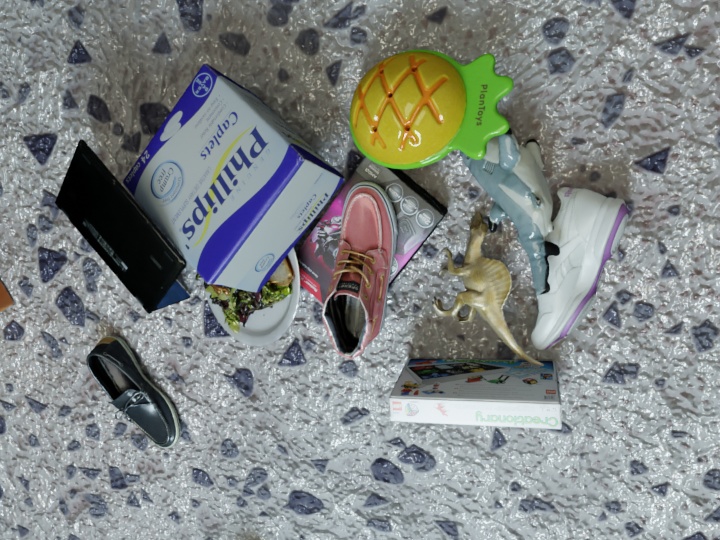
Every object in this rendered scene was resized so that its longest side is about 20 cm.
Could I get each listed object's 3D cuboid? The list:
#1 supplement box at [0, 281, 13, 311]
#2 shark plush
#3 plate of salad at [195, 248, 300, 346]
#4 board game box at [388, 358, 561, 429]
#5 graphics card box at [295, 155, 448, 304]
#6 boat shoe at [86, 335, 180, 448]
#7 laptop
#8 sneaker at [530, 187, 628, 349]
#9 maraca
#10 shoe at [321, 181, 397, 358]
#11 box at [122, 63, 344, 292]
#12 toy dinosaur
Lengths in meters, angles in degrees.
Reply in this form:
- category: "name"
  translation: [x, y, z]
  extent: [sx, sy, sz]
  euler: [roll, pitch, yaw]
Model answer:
- category: "supplement box"
  translation: [-0.668, 0.079, 1.005]
  extent: [0.198, 0.067, 0.069]
  euler: [-26, 99, 21]
- category: "shark plush"
  translation: [0.182, -0.072, 0.713]
  extent: [0.083, 0.090, 0.202]
  euler: [-26, 86, 34]
- category: "plate of salad"
  translation: [-0.160, 0.006, 0.826]
  extent: [0.198, 0.048, 0.203]
  euler: [9, 104, 36]
- category: "board game box"
  translation: [0.144, 0.148, 0.759]
  extent: [0.197, 0.126, 0.035]
  euler: [-1, 103, 16]
- category: "graphics card box"
  translation: [0.005, -0.037, 0.793]
  extent: [0.125, 0.051, 0.201]
  euler: [40, 110, 3]
- category: "boat shoe"
  translation: [-0.353, 0.195, 0.947]
  extent: [0.074, 0.062, 0.201]
  euler: [-31, 95, 18]
- category: "laptop"
  translation: [-0.286, -0.054, 0.801]
  extent: [0.188, 0.116, 0.200]
  euler: [49, 133, 0]
- category: "sneaker"
  translation: [0.240, -0.003, 0.736]
  extent: [0.099, 0.075, 0.202]
  euler: [28, 111, 28]
- category: "maraca"
  translation: [0.074, -0.184, 0.698]
  extent: [0.198, 0.107, 0.139]
  euler: [5, 91, 29]
- category: "shoe"
  translation: [0.000, 0.000, 0.729]
  extent: [0.070, 0.091, 0.203]
  euler: [6, 106, 14]
- category: "box"
  translation: [-0.156, -0.109, 0.746]
  extent: [0.200, 0.105, 0.185]
  euler: [44, 101, 23]
- category: "toy dinosaur"
  translation: [0.145, 0.033, 0.750]
  extent: [0.100, 0.058, 0.203]
  euler: [-23, 81, 37]
